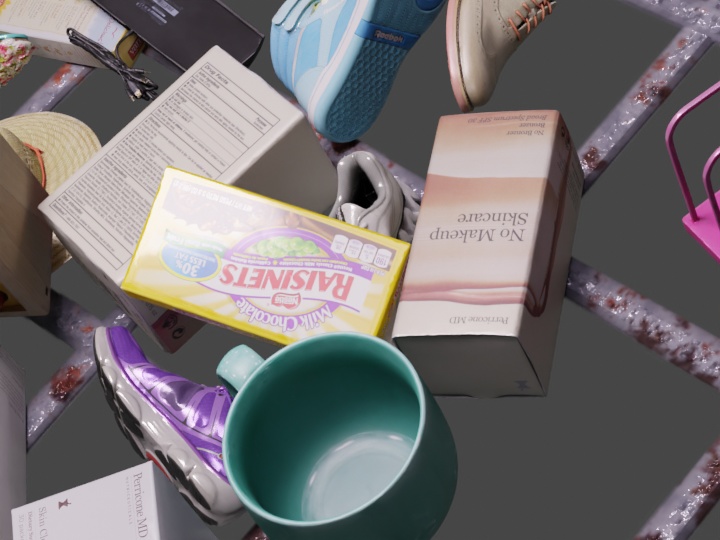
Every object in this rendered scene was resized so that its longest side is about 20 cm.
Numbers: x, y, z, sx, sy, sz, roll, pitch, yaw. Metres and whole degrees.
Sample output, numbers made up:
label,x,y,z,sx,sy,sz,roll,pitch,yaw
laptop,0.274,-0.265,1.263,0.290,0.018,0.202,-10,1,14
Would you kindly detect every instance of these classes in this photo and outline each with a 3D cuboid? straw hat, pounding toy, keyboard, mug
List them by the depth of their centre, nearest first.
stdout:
label,x,y,z,sx,sy,sz,roll,pitch,yaw
mug,-0.011,0.125,1.483,0.151,0.115,0.186,-21,50,9
pounding toy,-0.358,-0.006,1.667,0.198,0.184,0.143,-4,70,8
straw hat,-0.316,-0.082,1.791,0.200,0.085,0.202,-12,53,17
keyboard,-0.190,-0.213,1.833,0.200,0.021,0.127,38,66,22

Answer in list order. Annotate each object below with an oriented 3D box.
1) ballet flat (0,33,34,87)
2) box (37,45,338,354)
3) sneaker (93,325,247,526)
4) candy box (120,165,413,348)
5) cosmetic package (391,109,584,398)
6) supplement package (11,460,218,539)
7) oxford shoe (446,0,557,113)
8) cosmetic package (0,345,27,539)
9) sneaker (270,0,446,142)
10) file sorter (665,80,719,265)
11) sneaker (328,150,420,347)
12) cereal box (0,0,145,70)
label,x,y,z,sx,sy,sz,roll,pitch,yaw
ballet flat,-0.379,-0.167,1.905,0.199,0.076,0.064,-8,84,24
box,-0.133,-0.057,1.674,0.200,0.109,0.128,-43,51,-9
sneaker,-0.132,0.110,1.591,0.083,0.081,0.200,-33,58,-20
candy box,-0.069,-0.001,1.555,0.199,0.026,0.103,18,82,13
cosmetic package,0.097,-0.013,1.552,0.103,0.087,0.201,-2,56,21
supplement package,-0.149,0.262,1.419,0.110,0.156,0.201,-20,50,9
oxford shoe,0.117,-0.213,1.700,0.073,0.071,0.201,1,57,22
cosmetic package,-0.314,0.143,1.614,0.084,0.108,0.201,-17,50,13
sneaker,-0.008,-0.219,1.720,0.131,0.079,0.201,44,108,44
file sorter,0.322,-0.046,1.449,0.139,0.126,0.200,-36,49,-4
sneaker,0.000,0.000,1.593,0.075,0.081,0.201,-9,55,16
cereal box,-0.262,-0.260,1.925,0.199,0.040,0.144,14,64,30
